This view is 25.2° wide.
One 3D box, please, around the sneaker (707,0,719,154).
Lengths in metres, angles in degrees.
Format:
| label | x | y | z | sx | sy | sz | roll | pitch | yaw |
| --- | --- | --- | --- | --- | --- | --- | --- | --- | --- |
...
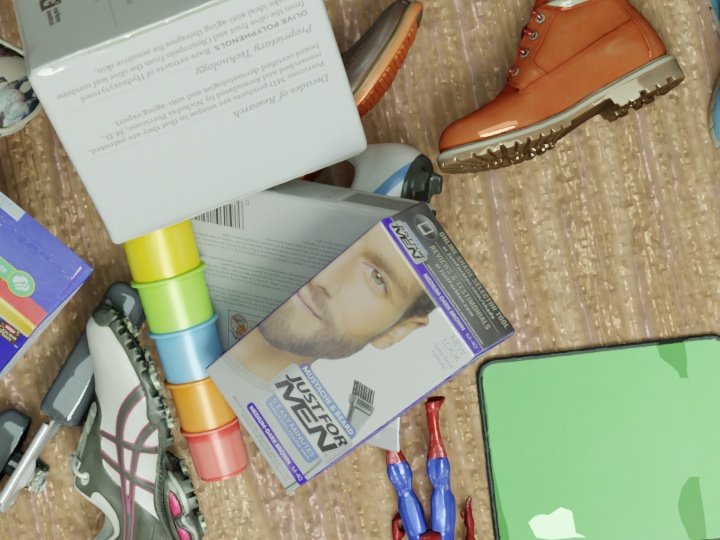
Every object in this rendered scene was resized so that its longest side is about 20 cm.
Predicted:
| label | x | y | z | sx | sy | sz | roll | pitch | yaw |
| --- | --- | --- | --- | --- | --- | --- | --- | --- | --- |
| sneaker | 0.307 | -0.182 | 1.209 | 0.078 | 0.090 | 0.200 | -1 | 87 | -1 |

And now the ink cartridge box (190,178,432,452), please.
| label | x | y | z | sx | sy | sz | roll | pitch | yaw |
| --- | --- | --- | --- | --- | --- | --- | --- | --- | --- |
| ink cartridge box | -0.044 | 0.024 | 1.177 | 0.200 | 0.045 | 0.176 | 12 | 113 | 30 |

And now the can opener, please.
| label | x | y | z | sx | sy | sz | roll | pitch | yaw |
| --- | --- | --- | --- | --- | --- | --- | --- | --- | --- |
| can opener | -0.228 | 0.093 | 1.212 | 0.066 | 0.053 | 0.200 | 34 | 88 | 2 |

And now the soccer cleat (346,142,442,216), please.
| label | x | y | z | sx | sy | sz | roll | pitch | yaw |
| --- | --- | --- | --- | --- | --- | --- | --- | --- | --- |
| soccer cleat | 0.000 | 0.000 | 1.219 | 0.086 | 0.070 | 0.200 | 15 | 90 | 23 |

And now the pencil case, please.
| label | x | y | z | sx | sy | sz | roll | pitch | yaw |
| --- | --- | --- | --- | --- | --- | --- | --- | --- | --- |
| pencil case | -0.313 | -0.097 | 1.158 | 0.200 | 0.089 | 0.078 | -28 | 90 | 41 |

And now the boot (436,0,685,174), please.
| label | x | y | z | sx | sy | sz | roll | pitch | yaw |
| --- | --- | --- | --- | --- | --- | --- | --- | --- | --- |
| boot | 0.133 | -0.146 | 1.220 | 0.200 | 0.075 | 0.107 | -27 | 85 | -10 |

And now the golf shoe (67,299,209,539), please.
| label | x | y | z | sx | sy | sz | roll | pitch | yaw |
| --- | --- | --- | --- | --- | --- | --- | --- | --- | --- |
| golf shoe | -0.176 | 0.123 | 1.174 | 0.088 | 0.077 | 0.200 | -16 | 106 | -8 |

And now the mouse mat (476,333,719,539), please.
| label | x | y | z | sx | sy | sz | roll | pitch | yaw |
| --- | --- | --- | --- | --- | --- | --- | --- | --- | --- |
| mouse mat | 0.195 | 0.138 | 1.236 | 0.200 | 0.008 | 0.161 | -6 | 88 | -2 |

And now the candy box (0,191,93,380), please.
| label | x | y | z | sx | sy | sz | roll | pitch | yaw |
| --- | --- | --- | --- | --- | --- | --- | --- | --- | --- |
| candy box | -0.307 | 0.010 | 1.134 | 0.169 | 0.200 | 0.077 | 41 | 47 | -6 |

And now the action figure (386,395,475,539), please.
| label | x | y | z | sx | sy | sz | roll | pitch | yaw |
| --- | --- | --- | --- | --- | --- | --- | --- | --- | --- |
| action figure | 0.054 | 0.196 | 1.213 | 0.065 | 0.052 | 0.200 | -8 | 93 | 5 |

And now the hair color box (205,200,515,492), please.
| label | x | y | z | sx | sy | sz | roll | pitch | yaw |
| --- | --- | --- | --- | --- | --- | --- | --- | --- | --- |
| hair color box | -0.004 | 0.055 | 1.096 | 0.200 | 0.065 | 0.109 | -40 | 81 | 34 |

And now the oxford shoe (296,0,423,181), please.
| label | x | y | z | sx | sy | sz | roll | pitch | yaw |
| --- | --- | --- | --- | --- | --- | --- | --- | --- | --- |
| oxford shoe | -0.030 | -0.136 | 1.216 | 0.073 | 0.071 | 0.200 | 40 | 88 | 6 |

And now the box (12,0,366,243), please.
| label | x | y | z | sx | sy | sz | roll | pitch | yaw |
| --- | --- | --- | --- | --- | --- | --- | --- | --- | --- |
| box | -0.126 | -0.168 | 1.127 | 0.200 | 0.171 | 0.199 | -21 | 47 | -1 |

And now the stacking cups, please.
| label | x | y | z | sx | sy | sz | roll | pitch | yaw |
| --- | --- | --- | --- | --- | --- | --- | --- | --- | --- |
| stacking cups | -0.130 | 0.059 | 1.182 | 0.060 | 0.061 | 0.200 | -12 | 102 | -1 |
